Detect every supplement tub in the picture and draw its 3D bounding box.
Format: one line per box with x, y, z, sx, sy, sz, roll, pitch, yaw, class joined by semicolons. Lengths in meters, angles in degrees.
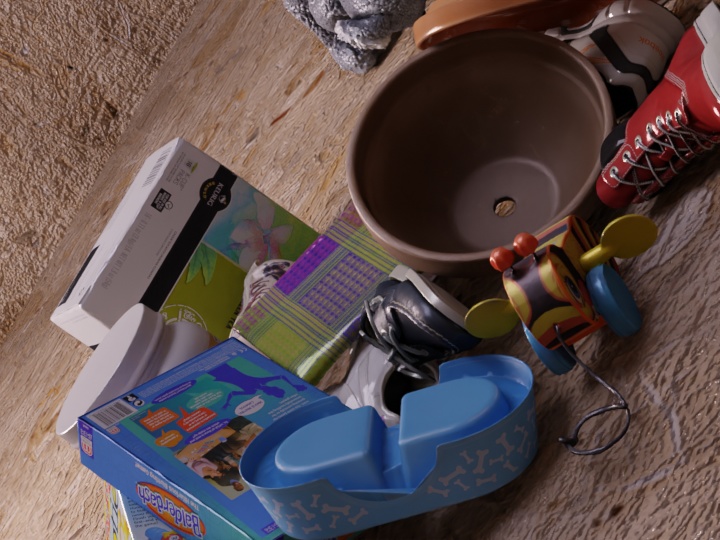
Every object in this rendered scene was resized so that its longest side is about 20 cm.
-0.127;0.132;1.498;0.145;0.199;0.145;-49;17;21;supplement tub

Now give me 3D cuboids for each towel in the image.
0.000;0.000;1.464;0.200;0.023;0.143;-45;31;-9;towel

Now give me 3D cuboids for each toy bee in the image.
0.127;0.008;1.154;0.131;0.109;0.200;-38;20;0;toy bee

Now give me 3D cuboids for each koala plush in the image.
0.008;-0.319;2.103;0.178;0.183;0.200;-55;27;2;koala plush

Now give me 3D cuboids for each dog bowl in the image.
0.022;0.116;1.203;0.198;0.050;0.112;-16;22;10;dog bowl

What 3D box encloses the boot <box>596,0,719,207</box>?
0.207;-0.083;1.188;0.145;0.072;0.200;-51;8;16;boot

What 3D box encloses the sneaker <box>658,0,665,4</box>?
0.242;-0.295;1.423;0.200;0.115;0.074;-42;18;37;sneaker

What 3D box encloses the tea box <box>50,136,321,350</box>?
-0.166;0.013;1.858;0.201;0.196;0.133;-61;16;-17;tea box

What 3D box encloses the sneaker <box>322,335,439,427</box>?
0.031;0.068;1.434;0.099;0.075;0.201;-21;36;35;sneaker

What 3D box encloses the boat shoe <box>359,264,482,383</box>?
0.036;0.037;1.297;0.062;0.075;0.200;-48;13;-3;boat shoe

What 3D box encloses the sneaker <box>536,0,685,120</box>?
0.162;-0.142;1.429;0.200;0.073;0.081;-26;35;62;sneaker

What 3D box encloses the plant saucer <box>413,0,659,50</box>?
0.136;-0.203;1.412;0.200;0.198;0.033;-17;86;66;plant saucer

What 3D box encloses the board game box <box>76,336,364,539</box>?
-0.079;0.131;1.320;0.151;0.045;0.199;-27;40;-37;board game box

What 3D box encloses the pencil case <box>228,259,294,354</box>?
-0.091;0.076;1.713;0.078;0.089;0.201;-43;19;38;pencil case

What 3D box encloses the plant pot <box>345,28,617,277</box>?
0.096;-0.070;1.367;0.199;0.093;0.203;-10;56;16;plant pot

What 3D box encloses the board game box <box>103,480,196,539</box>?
-0.116;0.212;1.333;0.200;0.104;0.104;-120;29;-57;board game box

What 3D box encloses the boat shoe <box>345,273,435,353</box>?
0.016;0.021;1.555;0.200;0.070;0.070;-42;33;37;boat shoe
